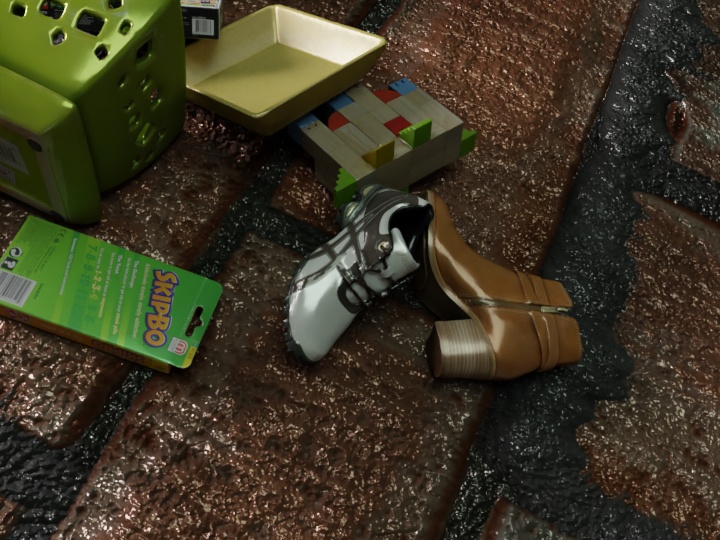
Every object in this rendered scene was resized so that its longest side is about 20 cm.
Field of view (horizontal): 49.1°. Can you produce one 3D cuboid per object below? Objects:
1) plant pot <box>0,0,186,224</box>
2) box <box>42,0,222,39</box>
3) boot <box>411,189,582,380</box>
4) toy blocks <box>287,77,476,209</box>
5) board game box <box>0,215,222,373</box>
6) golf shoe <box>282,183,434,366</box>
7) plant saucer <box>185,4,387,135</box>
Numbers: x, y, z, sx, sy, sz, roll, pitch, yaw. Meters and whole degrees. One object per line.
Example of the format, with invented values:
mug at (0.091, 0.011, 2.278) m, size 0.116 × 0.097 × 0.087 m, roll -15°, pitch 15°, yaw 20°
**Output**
plant pot at (-0.294, -0.175, 0.740) m, size 0.197 × 0.200 × 0.183 m, roll 25°, pitch 60°, yaw 4°
box at (-0.255, -0.296, 0.887) m, size 0.196 × 0.035 × 0.111 m, roll 2°, pitch 29°, yaw -9°
boot at (0.134, 0.011, 0.789) m, size 0.152 × 0.077 × 0.203 m, roll -3°, pitch 60°, yaw -14°
toy blocks at (0.012, -0.150, 0.867) m, size 0.198 × 0.101 × 0.137 m, roll -30°, pitch 56°, yaw -25°
board game box at (-0.233, 0.023, 0.722) m, size 0.196 × 0.030 × 0.097 m, roll 18°, pitch 55°, yaw 2°
golf shoe at (0.000, 0.000, 0.735) m, size 0.093 × 0.078 × 0.202 m, roll 6°, pitch 59°, yaw 41°
plant saucer at (-0.101, -0.219, 0.871) m, size 0.198 × 0.049 × 0.199 m, roll 29°, pitch 52°, yaw 35°
